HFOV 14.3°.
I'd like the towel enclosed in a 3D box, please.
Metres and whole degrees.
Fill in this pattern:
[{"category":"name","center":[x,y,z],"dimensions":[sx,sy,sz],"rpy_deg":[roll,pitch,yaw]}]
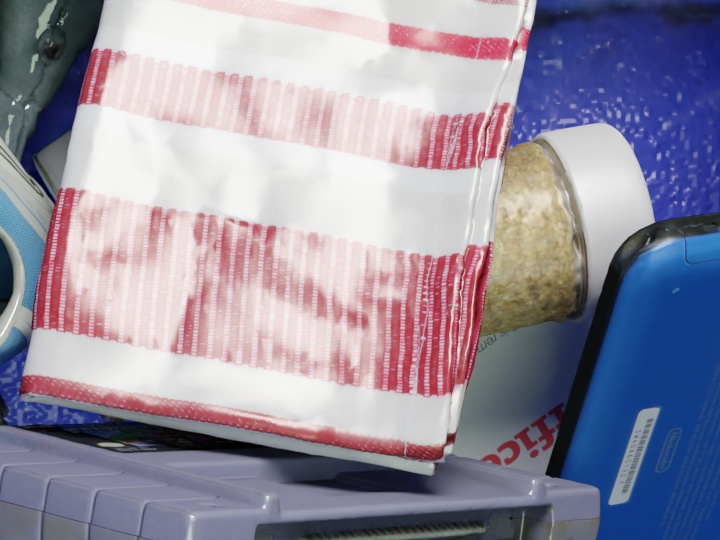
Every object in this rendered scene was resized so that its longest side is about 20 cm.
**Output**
[{"category":"towel","center":[-0.023,-0.042,0.935],"dimensions":[0.143,0.023,0.201],"rpy_deg":[10,71,4]}]

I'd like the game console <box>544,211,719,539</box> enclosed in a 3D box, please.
[{"category":"game console","center":[0.131,0.016,1.047],"dimensions":[0.170,0.119,0.201],"rpy_deg":[-8,136,-21]}]

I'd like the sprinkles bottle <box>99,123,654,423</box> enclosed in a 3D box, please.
[{"category":"sprinkles bottle","center":[0.000,0.000,0.993],"dimensions":[0.199,0.068,0.069],"rpy_deg":[-12,106,-12]}]

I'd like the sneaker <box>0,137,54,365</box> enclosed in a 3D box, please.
[{"category":"sneaker","center":[-0.170,-0.050,0.966],"dimensions":[0.072,0.073,0.200],"rpy_deg":[-31,111,21]}]

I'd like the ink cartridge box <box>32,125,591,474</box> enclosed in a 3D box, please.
[{"category":"ink cartridge box","center":[-0.006,0.005,1.073],"dimensions":[0.145,0.084,0.200],"rpy_deg":[-35,110,-5]}]

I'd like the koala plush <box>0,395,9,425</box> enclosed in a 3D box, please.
[{"category":"koala plush","center":[-0.247,0.068,0.988],"dimensions":[0.200,0.177,0.184],"rpy_deg":[-44,99,-1]}]

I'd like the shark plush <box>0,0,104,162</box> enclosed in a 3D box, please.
[{"category":"shark plush","center":[-0.108,-0.120,1.015],"dimensions":[0.091,0.083,0.200],"rpy_deg":[32,93,-20]}]

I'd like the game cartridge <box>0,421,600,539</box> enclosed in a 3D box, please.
[{"category":"game cartridge","center":[-0.031,0.073,0.929],"dimensions":[0.200,0.129,0.039],"rpy_deg":[2,100,-49]}]
